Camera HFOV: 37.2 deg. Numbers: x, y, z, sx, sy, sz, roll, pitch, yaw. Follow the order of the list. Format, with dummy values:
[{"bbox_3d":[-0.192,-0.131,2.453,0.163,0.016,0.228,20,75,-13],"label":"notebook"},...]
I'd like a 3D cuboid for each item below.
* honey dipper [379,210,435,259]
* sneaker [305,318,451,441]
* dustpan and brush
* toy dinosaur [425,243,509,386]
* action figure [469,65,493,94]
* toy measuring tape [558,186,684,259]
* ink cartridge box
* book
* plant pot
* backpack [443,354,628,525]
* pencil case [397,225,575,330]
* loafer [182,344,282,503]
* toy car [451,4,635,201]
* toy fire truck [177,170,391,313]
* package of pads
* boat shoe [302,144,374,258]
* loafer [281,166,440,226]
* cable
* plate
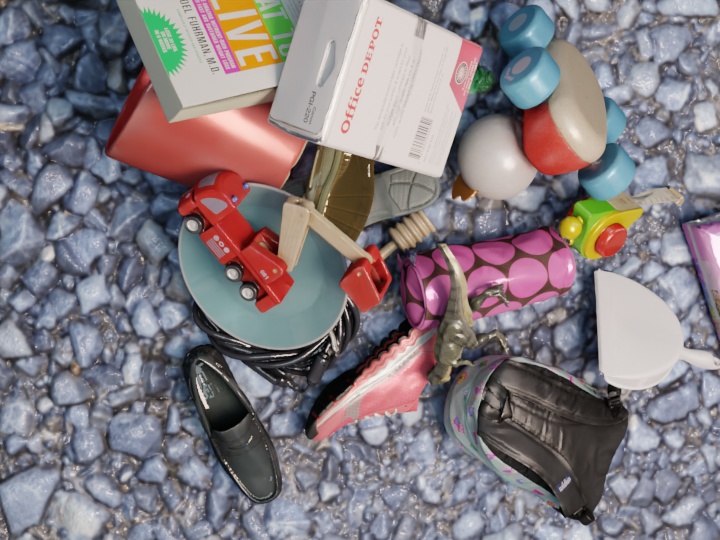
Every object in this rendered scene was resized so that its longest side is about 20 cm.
[{"bbox_3d":[0.000,0.000,1.249,0.199,0.038,0.038,-38,98,2],"label":"honey dipper"},{"bbox_3d":[0.025,0.144,1.245,0.199,0.074,0.087,-40,100,-2],"label":"sneaker"},{"bbox_3d":[0.358,0.087,1.278,0.196,0.057,0.142,11,61,-13],"label":"dustpan and brush"},{"bbox_3d":[0.119,0.056,1.170,0.086,0.048,0.203,-5,126,-12],"label":"toy dinosaur"},{"bbox_3d":[0.065,-0.237,1.212,0.197,0.055,0.120,13,53,-21],"label":"action figure"},{"bbox_3d":[0.299,-0.055,1.246,0.197,0.073,0.075,-12,98,-37],"label":"toy measuring tape"},{"bbox_3d":[0.018,-0.187,1.073,0.198,0.084,0.148,8,103,-51],"label":"ink cartridge box"},{"bbox_3d":[-0.129,-0.228,1.045,0.198,0.048,0.135,-22,86,-42],"label":"book"},{"bbox_3d":[-0.152,-0.170,1.146,0.175,0.200,0.203,27,92,-19],"label":"plant pot"},{"bbox_3d":[0.195,0.182,1.235,0.198,0.126,0.169,29,71,-19],"label":"backpack"},{"bbox_3d":[0.142,0.002,1.229,0.196,0.094,0.092,-9,130,-16],"label":"pencil case"},{"bbox_3d":[-0.149,0.181,1.230,0.067,0.070,0.203,-26,98,-3],"label":"loafer"},{"bbox_3d":[0.175,-0.153,1.212,0.198,0.179,0.184,-31,123,29],"label":"toy car"},{"bbox_3d":[-0.077,-0.029,1.084,0.140,0.049,0.201,-30,106,31],"label":"toy fire truck"},{"bbox_3d":[0.475,0.015,1.281,0.119,0.076,0.203,-21,97,-2],"label":"package of pads"},{"bbox_3d":[-0.026,-0.111,1.170,0.073,0.062,0.205,8,93,-47],"label":"boat shoe"},{"bbox_3d":[-0.007,-0.080,1.229,0.196,0.063,0.073,-8,91,-2],"label":"loafer"},{"bbox_3d":[-0.100,0.035,1.214,0.199,0.051,0.164,37,108,1],"label":"cable"},{"bbox_3d":[-0.102,-0.006,1.152,0.196,0.026,0.203,9,120,16],"label":"plate"}]
